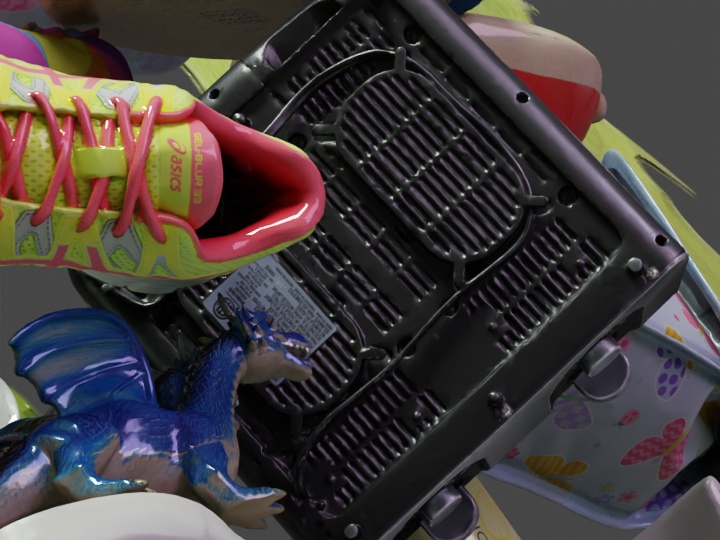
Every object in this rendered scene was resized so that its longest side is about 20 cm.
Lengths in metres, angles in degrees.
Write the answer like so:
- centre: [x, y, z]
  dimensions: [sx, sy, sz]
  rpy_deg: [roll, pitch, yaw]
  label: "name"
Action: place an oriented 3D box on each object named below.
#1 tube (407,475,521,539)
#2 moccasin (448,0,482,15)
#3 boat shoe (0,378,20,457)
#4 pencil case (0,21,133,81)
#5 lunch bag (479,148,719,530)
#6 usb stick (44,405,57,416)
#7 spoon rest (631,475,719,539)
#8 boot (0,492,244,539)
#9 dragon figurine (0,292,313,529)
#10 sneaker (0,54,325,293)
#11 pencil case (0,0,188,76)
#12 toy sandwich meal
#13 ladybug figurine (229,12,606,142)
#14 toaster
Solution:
- centre: [0.039, 0.111, 0.990]
  dimensions: [0.201, 0.058, 0.052]
  rpy_deg: [54, -17, 14]
  label: "tube"
- centre: [-0.029, -0.159, 1.129]
  dimensions: [0.199, 0.081, 0.069]
  rpy_deg: [8, 46, -35]
  label: "moccasin"
- centre: [-0.177, 0.028, 0.758]
  dimensions: [0.199, 0.069, 0.071]
  rpy_deg: [15, 34, -47]
  label: "boat shoe"
- centre: [-0.173, -0.068, 0.929]
  dimensions: [0.199, 0.088, 0.089]
  rpy_deg: [9, 38, -54]
  label: "pencil case"
- centre: [0.100, 0.021, 1.155]
  dimensions: [0.199, 0.127, 0.170]
  rpy_deg: [29, 23, -43]
  label: "lunch bag"
- centre: [-0.100, 0.092, 0.815]
  dimensions: [0.055, 0.033, 0.200]
  rpy_deg: [42, 22, -10]
  label: "usb stick"
- centre: [0.072, 0.144, 0.928]
  dimensions: [0.199, 0.061, 0.100]
  rpy_deg: [-24, 79, -39]
  label: "spoon rest"
- centre: [-0.044, 0.150, 0.706]
  dimensions: [0.200, 0.072, 0.145]
  rpy_deg: [31, 34, -59]
  label: "boot"
- centre: [-0.090, 0.053, 0.779]
  dimensions: [0.199, 0.059, 0.100]
  rpy_deg: [1, 41, -41]
  label: "dragon figurine"
- centre: [-0.090, -0.035, 0.781]
  dimensions: [0.199, 0.090, 0.079]
  rpy_deg: [3, 84, -49]
  label: "sneaker"
- centre: [-0.148, -0.146, 1.100]
  dimensions: [0.199, 0.091, 0.083]
  rpy_deg: [8, 39, -52]
  label: "pencil case"
- centre: [-0.056, -0.139, 0.995]
  dimensions: [0.204, 0.204, 0.071]
  rpy_deg: [10, 78, -51]
  label: "toy sandwich meal"
- centre: [0.032, -0.080, 1.218]
  dimensions: [0.198, 0.136, 0.073]
  rpy_deg: [1, 73, -13]
  label: "ladybug figurine"
- centre: [0.000, 0.000, 0.929]
  dimensions: [0.200, 0.181, 0.119]
  rpy_deg: [46, -3, 15]
  label: "toaster"
